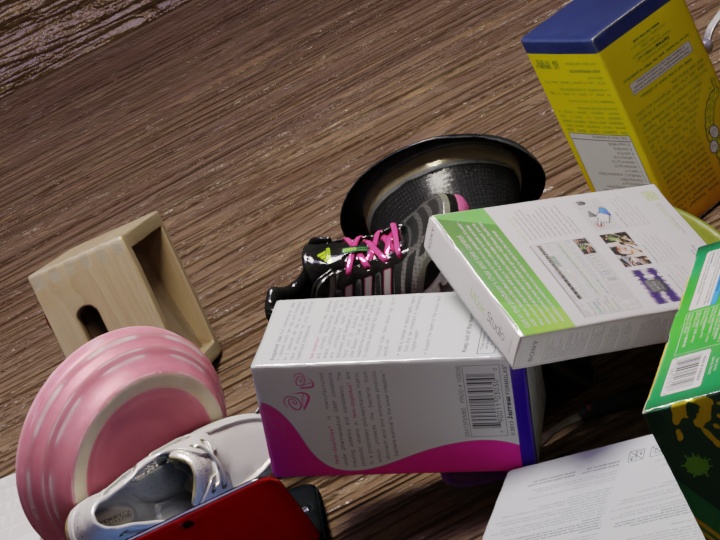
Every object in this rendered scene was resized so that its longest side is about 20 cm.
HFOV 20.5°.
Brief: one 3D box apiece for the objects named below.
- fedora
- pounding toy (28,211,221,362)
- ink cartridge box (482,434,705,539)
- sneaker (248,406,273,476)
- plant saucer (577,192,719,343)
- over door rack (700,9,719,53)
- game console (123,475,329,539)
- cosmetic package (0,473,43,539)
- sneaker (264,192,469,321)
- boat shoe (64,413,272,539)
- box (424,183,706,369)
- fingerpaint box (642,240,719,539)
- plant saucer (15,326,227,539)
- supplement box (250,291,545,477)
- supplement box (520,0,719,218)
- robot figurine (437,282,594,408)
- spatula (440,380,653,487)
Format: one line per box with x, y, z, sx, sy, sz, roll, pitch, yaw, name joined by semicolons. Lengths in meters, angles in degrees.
0.080;-0.038;1.838;0.200;0.201;0.092;-21;54;16;fedora
-0.234;0.073;1.906;0.142;0.200;0.184;-23;7;11;pounding toy
0.168;0.183;1.322;0.196;0.043;0.200;-17;25;28;ink cartridge box
-0.061;0.121;1.680;0.200;0.088;0.076;-13;26;36;sneaker
0.224;-0.010;1.555;0.200;0.031;0.200;12;31;-7;plant saucer
0.301;-0.198;1.835;0.067;0.200;0.148;-36;24;-21;over door rack
-0.135;0.205;1.526;0.200;0.119;0.172;-25;21;4;game console
-0.295;0.237;1.737;0.082;0.051;0.200;-21;21;9;cosmetic package
0.000;0.000;1.584;0.200;0.087;0.074;-39;34;25;sneaker
-0.136;0.167;1.570;0.200;0.071;0.069;-30;-9;-32;boat shoe
0.165;0.001;1.455;0.200;0.036;0.144;-7;41;-26;box
0.259;0.092;1.249;0.073;0.167;0.200;-17;22;28;fingerpaint box
-0.183;0.147;1.619;0.200;0.201;0.051;-38;38;-27;plant saucer
0.031;0.083;1.475;0.200;0.101;0.103;-3;29;11;supplement box
0.249;-0.148;1.779;0.109;0.200;0.109;-37;23;-23;supplement box
0.104;0.047;1.599;0.150;0.125;0.200;-29;19;-34;robot figurine
0.155;0.121;1.511;0.200;0.021;0.057;-25;19;4;spatula
